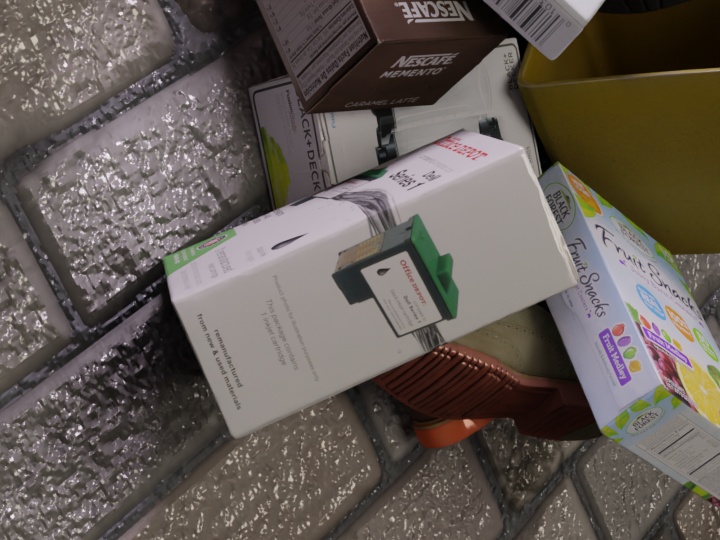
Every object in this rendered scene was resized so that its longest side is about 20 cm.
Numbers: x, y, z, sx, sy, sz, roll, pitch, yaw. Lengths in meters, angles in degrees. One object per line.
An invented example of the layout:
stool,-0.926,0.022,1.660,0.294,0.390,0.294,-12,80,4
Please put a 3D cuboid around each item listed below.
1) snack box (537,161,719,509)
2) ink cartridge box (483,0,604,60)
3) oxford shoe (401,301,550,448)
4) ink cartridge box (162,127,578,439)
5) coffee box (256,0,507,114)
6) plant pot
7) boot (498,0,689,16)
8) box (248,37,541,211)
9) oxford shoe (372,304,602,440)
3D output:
snack box,0.179,0.040,0.974,0.142,0.053,0.201,34,27,-39
ink cartridge box,0.085,-0.246,0.916,0.199,0.041,0.200,41,45,-3
oxford shoe,0.098,0.037,1.036,0.200,0.071,0.073,-40,107,-38
ink cartridge box,0.000,0.000,0.832,0.199,0.146,0.085,-24,102,-5
coffee box,-0.010,-0.201,0.905,0.114,0.080,0.201,-12,72,-43
plant pot,0.240,-0.121,1.089,0.201,0.199,0.177,-69,149,-46
boot,0.158,-0.254,1.048,0.073,0.199,0.152,48,48,-51
box,0.028,-0.082,0.987,0.199,0.060,0.118,-18,98,-44
oxford shoe,0.079,0.052,0.958,0.199,0.071,0.074,20,53,-33
